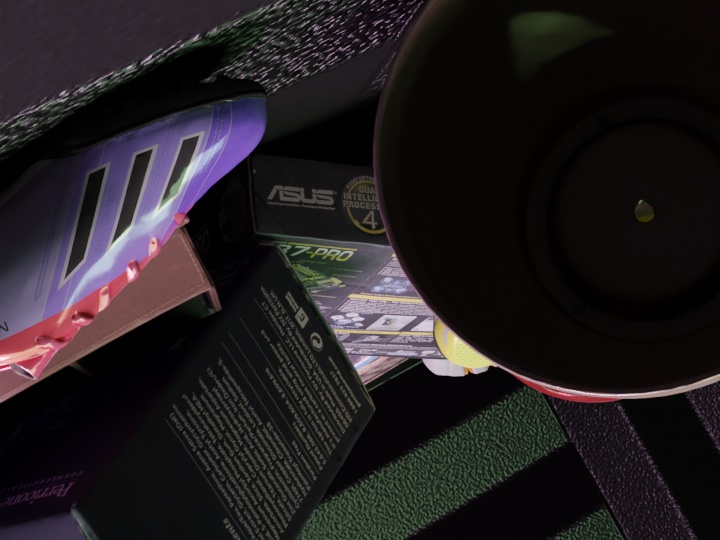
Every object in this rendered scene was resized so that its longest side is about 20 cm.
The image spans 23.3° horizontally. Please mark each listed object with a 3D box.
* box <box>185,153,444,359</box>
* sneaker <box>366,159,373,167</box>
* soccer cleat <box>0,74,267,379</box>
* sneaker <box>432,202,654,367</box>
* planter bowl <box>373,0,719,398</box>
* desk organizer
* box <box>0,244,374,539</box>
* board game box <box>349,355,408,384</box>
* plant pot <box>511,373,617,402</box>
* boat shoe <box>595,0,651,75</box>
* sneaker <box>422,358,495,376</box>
[{"bbox_3d":[0.000,0.000,0.933,0.198,0.050,0.161,4,159,-26],"label":"box"},{"bbox_3d":[0.087,-0.055,1.070,0.199,0.085,0.075,-27,173,-26],"label":"sneaker"},{"bbox_3d":[-0.114,-0.003,0.651,0.199,0.074,0.068,-29,173,-4],"label":"soccer cleat"},{"bbox_3d":[0.122,0.013,0.839,0.199,0.091,0.078,-25,149,28],"label":"sneaker"},{"bbox_3d":[0.115,-0.038,0.740,0.199,0.202,0.135,-30,163,6],"label":"planter bowl"},{"bbox_3d":[-0.150,0.045,0.722,0.199,0.077,0.072,-29,-152,-6],"label":"desk organizer"},{"bbox_3d":[-0.107,0.098,0.808,0.147,0.105,0.200,-17,-156,34],"label":"box"},{"bbox_3d":[-0.032,0.035,1.164,0.159,0.097,0.200,-32,173,14],"label":"board game box"},{"bbox_3d":[0.167,-0.013,1.249,0.199,0.202,0.183,-30,169,0],"label":"plant pot"},{"bbox_3d":[0.093,-0.095,0.853,0.068,0.074,0.199,-18,169,-38],"label":"boat shoe"},{"bbox_3d":[0.093,-0.015,1.119,0.200,0.077,0.079,-50,157,-26],"label":"sneaker"}]
